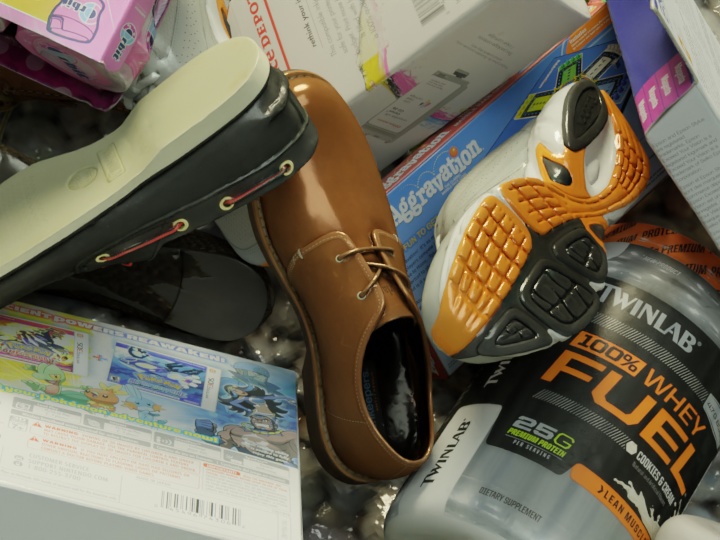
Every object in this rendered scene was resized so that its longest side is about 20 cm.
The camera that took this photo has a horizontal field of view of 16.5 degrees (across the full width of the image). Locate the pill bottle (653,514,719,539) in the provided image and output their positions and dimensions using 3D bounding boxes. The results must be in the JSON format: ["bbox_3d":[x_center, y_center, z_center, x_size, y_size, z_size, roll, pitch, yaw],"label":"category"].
[{"bbox_3d":[0.152,0.221,1.132,0.111,0.111,0.200,23,92,-4],"label":"pill bottle"}]

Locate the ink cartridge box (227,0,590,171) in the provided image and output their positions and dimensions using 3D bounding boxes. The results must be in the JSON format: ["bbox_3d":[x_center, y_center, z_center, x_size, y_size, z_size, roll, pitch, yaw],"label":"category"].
[{"bbox_3d":[0.005,-0.126,1.257,0.067,0.200,0.117,21,42,-49],"label":"ink cartridge box"}]

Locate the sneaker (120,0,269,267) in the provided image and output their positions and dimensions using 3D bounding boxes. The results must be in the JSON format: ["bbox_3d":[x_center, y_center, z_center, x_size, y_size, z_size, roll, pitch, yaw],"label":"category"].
[{"bbox_3d":[-0.094,-0.089,1.204,0.092,0.076,0.200,-13,73,-45],"label":"sneaker"}]

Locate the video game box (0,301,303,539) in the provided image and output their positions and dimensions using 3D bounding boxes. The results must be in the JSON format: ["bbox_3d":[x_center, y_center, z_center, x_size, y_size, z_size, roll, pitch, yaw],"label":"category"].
[{"bbox_3d":[-0.126,0.078,1.129,0.200,0.047,0.182,15,24,-8],"label":"video game box"}]

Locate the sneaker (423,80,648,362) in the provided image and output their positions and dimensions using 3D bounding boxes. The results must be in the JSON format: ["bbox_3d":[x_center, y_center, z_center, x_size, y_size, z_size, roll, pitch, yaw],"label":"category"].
[{"bbox_3d":[0.067,-0.008,1.168,0.076,0.092,0.200,51,37,-9],"label":"sneaker"}]

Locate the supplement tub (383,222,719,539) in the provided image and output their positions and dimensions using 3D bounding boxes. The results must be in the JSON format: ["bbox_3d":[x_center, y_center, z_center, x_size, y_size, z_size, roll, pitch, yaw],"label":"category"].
[{"bbox_3d":[0.108,0.080,1.206,0.122,0.123,0.200,33,62,1],"label":"supplement tub"}]

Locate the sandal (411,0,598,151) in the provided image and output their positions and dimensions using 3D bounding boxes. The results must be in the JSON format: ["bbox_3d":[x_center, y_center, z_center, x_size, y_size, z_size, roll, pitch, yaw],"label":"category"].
[{"bbox_3d":[0.075,-0.141,1.333,0.087,0.080,0.200,25,63,35],"label":"sandal"}]

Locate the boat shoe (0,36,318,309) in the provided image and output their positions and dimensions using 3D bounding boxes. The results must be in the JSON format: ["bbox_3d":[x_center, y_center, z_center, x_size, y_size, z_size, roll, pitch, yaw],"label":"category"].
[{"bbox_3d":[-0.113,-0.027,1.129,0.201,0.063,0.074,-31,34,10],"label":"boat shoe"}]

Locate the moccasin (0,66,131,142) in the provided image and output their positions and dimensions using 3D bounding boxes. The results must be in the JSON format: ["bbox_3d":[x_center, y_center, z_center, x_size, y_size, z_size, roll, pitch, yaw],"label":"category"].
[{"bbox_3d":[-0.184,-0.111,1.241,0.201,0.078,0.074,8,47,-32],"label":"moccasin"}]

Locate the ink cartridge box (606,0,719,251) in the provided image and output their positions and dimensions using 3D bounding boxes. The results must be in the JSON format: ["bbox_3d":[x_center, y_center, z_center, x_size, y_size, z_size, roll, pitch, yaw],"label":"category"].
[{"bbox_3d":[0.163,-0.086,1.231,0.200,0.043,0.196,53,16,-26],"label":"ink cartridge box"}]

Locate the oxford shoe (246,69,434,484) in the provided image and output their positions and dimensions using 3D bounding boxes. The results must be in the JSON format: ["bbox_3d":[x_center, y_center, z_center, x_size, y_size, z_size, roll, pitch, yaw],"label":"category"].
[{"bbox_3d":[0.000,0.000,1.160,0.071,0.071,0.200,-16,92,-26],"label":"oxford shoe"}]

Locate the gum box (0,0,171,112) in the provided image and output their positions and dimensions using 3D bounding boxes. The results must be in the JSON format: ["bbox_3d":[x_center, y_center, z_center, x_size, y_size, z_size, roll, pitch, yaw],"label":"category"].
[{"bbox_3d":[-0.171,-0.166,1.143,0.200,0.066,0.114,24,73,5],"label":"gum box"}]

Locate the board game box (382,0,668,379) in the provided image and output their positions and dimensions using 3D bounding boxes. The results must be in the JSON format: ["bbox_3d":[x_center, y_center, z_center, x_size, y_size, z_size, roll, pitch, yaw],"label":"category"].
[{"bbox_3d":[0.084,-0.045,1.285,0.200,0.019,0.103,-41,116,-27],"label":"board game box"}]

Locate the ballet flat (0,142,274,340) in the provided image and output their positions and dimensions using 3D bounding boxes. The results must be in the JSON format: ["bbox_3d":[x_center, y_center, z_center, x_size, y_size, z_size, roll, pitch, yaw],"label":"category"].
[{"bbox_3d":[-0.137,-0.016,1.229,0.200,0.046,0.067,19,102,-1],"label":"ballet flat"}]
